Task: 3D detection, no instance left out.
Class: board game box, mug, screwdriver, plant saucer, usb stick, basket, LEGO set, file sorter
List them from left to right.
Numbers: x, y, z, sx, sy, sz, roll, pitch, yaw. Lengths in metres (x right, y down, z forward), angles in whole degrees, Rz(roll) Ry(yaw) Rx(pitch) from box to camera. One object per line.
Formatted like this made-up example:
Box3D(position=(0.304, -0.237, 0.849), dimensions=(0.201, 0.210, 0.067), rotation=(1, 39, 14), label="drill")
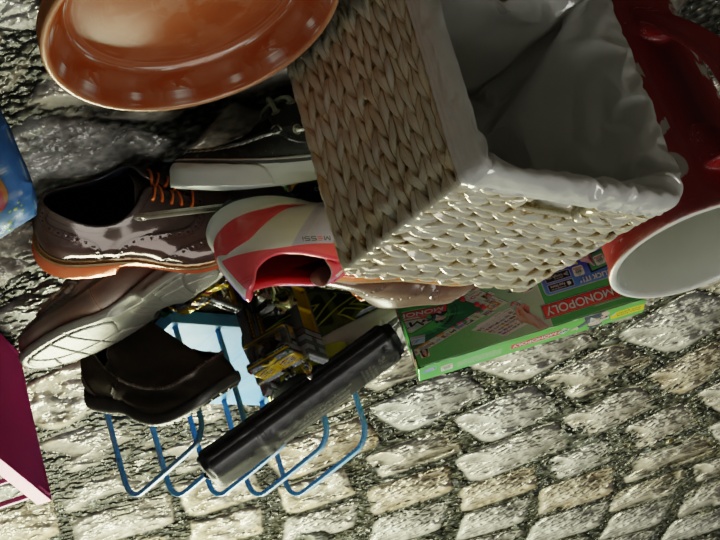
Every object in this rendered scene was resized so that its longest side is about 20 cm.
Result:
Box3D(position=(-0.346, 0.109, 1.521), dimensions=(0.125, 0.140, 0.200), rotation=(-19, 155, 4), label="file sorter")
Box3D(position=(-0.111, -0.172, 1.248), dimensions=(0.199, 0.032, 0.201), rotation=(-16, 154, -8), label="plant saucer")
Box3D(position=(-0.113, 0.127, 1.734), dimensions=(0.199, 0.123, 0.139), rotation=(5, 146, -41), label="file sorter")
Box3D(position=(-0.078, -0.052, 1.404), dimensions=(0.199, 0.029, 0.028), rotation=(-2, -178, -36), label="screwdriver")
Box3D(position=(-0.056, 0.021, 1.565), dimensions=(0.199, 0.116, 0.154), rotation=(-27, 153, 15), label="LEGO set")
Box3D(position=(-0.050, 0.113, 1.625), dimensions=(0.200, 0.033, 0.056), rotation=(-35, 154, -6), label="usb stick")
Box3D(position=(0.080, -0.102, 1.325), dimensions=(0.197, 0.201, 0.161), rotation=(6, 147, -41), label="basket")
Box3D(position=(0.123, 0.001, 1.632), dimensions=(0.199, 0.135, 0.029), rotation=(-16, 155, -5), label="board game box")
Box3D(position=(0.226, -0.109, 1.408), dimensions=(0.177, 0.201, 0.133), rotation=(-37, 149, 32), label="mug")

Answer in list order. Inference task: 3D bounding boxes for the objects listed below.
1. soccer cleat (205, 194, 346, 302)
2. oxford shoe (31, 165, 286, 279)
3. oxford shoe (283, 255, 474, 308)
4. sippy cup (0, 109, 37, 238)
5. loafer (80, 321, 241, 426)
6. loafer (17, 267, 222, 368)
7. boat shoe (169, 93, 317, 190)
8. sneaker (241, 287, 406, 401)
Box3D(position=(-0.009, -0.023, 1.394), dimensions=(0.199, 0.073, 0.068), rotation=(-10, 142, -20), label="soccer cleat")
Box3D(position=(-0.144, -0.042, 1.441), dimensions=(0.199, 0.071, 0.073), rotation=(-12, 148, -15), label="oxford shoe")
Box3D(position=(0.000, 0.000, 1.477), dimensions=(0.199, 0.072, 0.073), rotation=(7, 140, -21), label="oxford shoe")
Box3D(position=(-0.285, -0.056, 1.261), dimensions=(0.130, 0.178, 0.140), rotation=(-24, 112, -13), label="sippy cup")
Box3D(position=(-0.175, 0.079, 1.577), dimensions=(0.073, 0.072, 0.199), rotation=(-32, -162, -37), label="loafer")
Box3D(position=(-0.193, 0.013, 1.534), dimensions=(0.199, 0.063, 0.072), rotation=(-28, 159, 24), label="loafer")
Box3D(position=(-0.049, -0.096, 1.407), dimensions=(0.199, 0.064, 0.071), rotation=(-11, -174, -28), label="boat shoe")
Box3D(position=(-0.016, 0.040, 1.691), dimensions=(0.199, 0.085, 0.075), rotation=(-27, 155, -30), label="sneaker")
